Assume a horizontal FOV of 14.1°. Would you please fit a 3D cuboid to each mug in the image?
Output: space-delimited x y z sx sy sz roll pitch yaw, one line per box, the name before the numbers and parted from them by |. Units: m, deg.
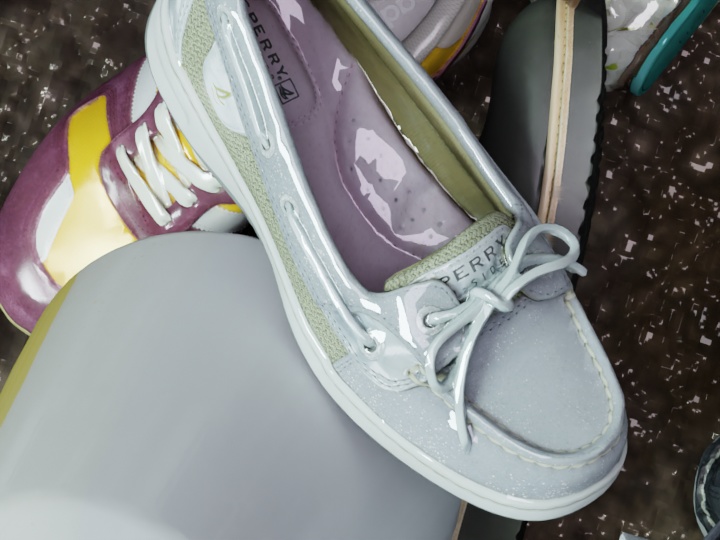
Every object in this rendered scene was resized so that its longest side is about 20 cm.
mug | -0.070 0.100 0.870 0.149 0.153 0.187 39 122 -4

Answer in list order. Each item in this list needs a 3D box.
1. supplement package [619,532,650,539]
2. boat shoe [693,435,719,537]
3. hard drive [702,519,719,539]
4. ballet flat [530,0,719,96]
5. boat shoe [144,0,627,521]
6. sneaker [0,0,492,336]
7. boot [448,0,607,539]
supplement package | 0.154 0.192 0.798 0.199 0.191 0.148 16 102 -5
boat shoe | 0.208 0.080 0.936 0.199 0.060 0.076 -2 87 2
hard drive | 0.163 0.173 0.914 0.200 0.042 0.135 39 99 -10
ballet flat | 0.126 -0.145 0.947 0.064 0.076 0.200 42 86 11
boat shoe | 0.010 -0.018 0.841 0.074 0.065 0.202 -28 76 -24
sneaker | -0.043 -0.053 0.936 0.200 0.090 0.075 -41 87 -1
boot | 0.000 0.000 0.923 0.138 0.077 0.201 13 103 7
